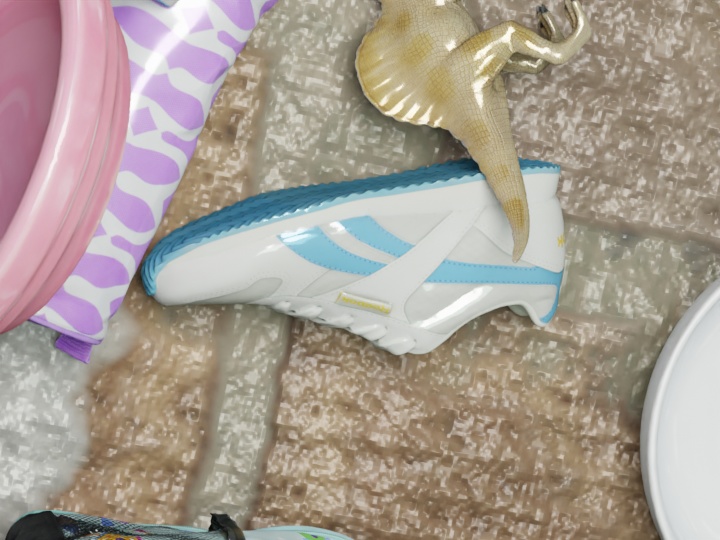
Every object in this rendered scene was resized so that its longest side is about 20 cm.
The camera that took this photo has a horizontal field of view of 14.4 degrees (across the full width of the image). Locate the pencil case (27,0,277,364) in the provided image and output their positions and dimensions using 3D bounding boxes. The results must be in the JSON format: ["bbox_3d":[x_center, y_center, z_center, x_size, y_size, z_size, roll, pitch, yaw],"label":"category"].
[{"bbox_3d":[-0.108,-0.064,1.261,0.201,0.084,0.085,-61,150,-1],"label":"pencil case"}]

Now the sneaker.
[{"bbox_3d":[0.000,0.000,1.295,0.199,0.076,0.081,-8,100,-12],"label":"sneaker"}]

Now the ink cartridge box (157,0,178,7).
[{"bbox_3d":[-0.134,-0.213,1.186,0.067,0.116,0.200,-42,74,7],"label":"ink cartridge box"}]

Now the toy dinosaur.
[{"bbox_3d":[0.051,-0.093,1.295,0.101,0.058,0.201,-28,72,-12],"label":"toy dinosaur"}]

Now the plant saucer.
[{"bbox_3d":[-0.159,-0.051,1.193,0.051,0.200,0.202,20,91,-35],"label":"plant saucer"}]

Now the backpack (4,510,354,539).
[{"bbox_3d":[-0.065,0.194,1.258,0.198,0.153,0.177,5,95,-9],"label":"backpack"}]

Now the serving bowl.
[{"bbox_3d":[0.221,0.078,1.365,0.199,0.066,0.202,-1,96,-14],"label":"serving bowl"}]
